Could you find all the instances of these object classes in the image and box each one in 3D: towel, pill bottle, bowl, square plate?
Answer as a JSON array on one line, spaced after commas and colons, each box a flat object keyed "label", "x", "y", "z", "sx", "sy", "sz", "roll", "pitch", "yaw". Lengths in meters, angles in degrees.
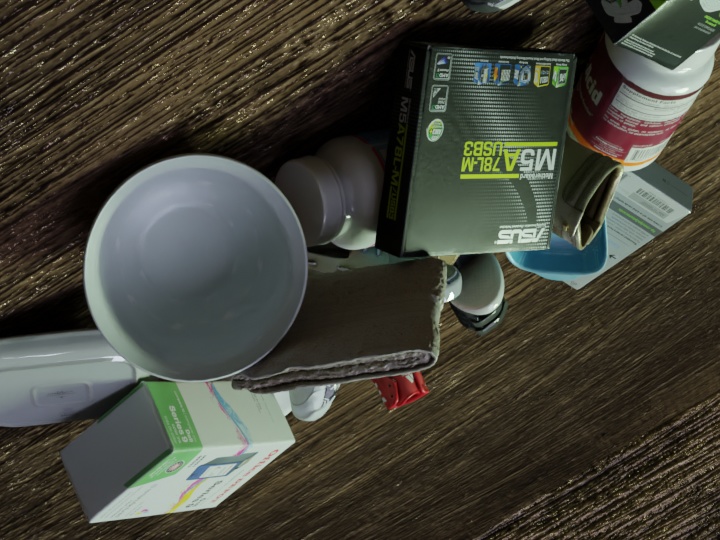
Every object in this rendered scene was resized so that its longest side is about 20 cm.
[{"label": "towel", "x": -0.020, "y": 0.047, "z": 1.424, "sx": 0.198, "sy": 0.133, "sz": 0.035, "roll": -10, "pitch": 129, "yaw": 17}, {"label": "pill bottle", "x": 0.287, "y": -0.199, "z": 1.591, "sx": 0.113, "sy": 0.115, "sz": 0.201, "roll": -20, "pitch": 157, "yaw": -23}, {"label": "bowl", "x": -0.150, "y": -0.009, "z": 1.405, "sx": 0.200, "sy": 0.202, "sz": 0.090, "roll": -28, "pitch": -164, "yaw": -4}, {"label": "square plate", "x": -0.295, "y": 0.111, "z": 1.562, "sx": 0.198, "sy": 0.029, "sz": 0.199, "roll": -5, "pitch": 154, "yaw": -10}, {"label": "pill bottle", "x": 0.020, "y": -0.081, "z": 1.514, "sx": 0.199, "sy": 0.109, "sz": 0.109, "roll": -13, "pitch": 154, "yaw": -35}]

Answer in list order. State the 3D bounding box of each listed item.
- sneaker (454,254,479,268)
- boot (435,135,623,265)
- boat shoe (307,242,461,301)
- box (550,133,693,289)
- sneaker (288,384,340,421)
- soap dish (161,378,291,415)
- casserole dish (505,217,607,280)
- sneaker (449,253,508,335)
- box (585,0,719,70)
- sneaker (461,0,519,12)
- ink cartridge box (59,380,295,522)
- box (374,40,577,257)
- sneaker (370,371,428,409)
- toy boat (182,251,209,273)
[{"label": "sneaker", "x": 0.070, "y": -0.046, "z": 1.707, "sx": 0.146, "sy": 0.077, "sz": 0.202, "roll": -35, "pitch": 155, "yaw": 4}, {"label": "boot", "x": 0.162, "y": -0.059, "z": 1.609, "sx": 0.201, "sy": 0.154, "sz": 0.072, "roll": -58, "pitch": 154, "yaw": 9}, {"label": "boat shoe", "x": 0.000, "y": 0.000, "z": 1.543, "sx": 0.198, "sy": 0.063, "sz": 0.072, "roll": 0, "pitch": -157, "yaw": 7}, {"label": "box", "x": 0.249, "y": -0.070, "z": 1.769, "sx": 0.155, "sy": 0.041, "sz": 0.200, "roll": 30, "pitch": 139, "yaw": -18}, {"label": "sneaker", "x": -0.078, "y": 0.064, "z": 1.675, "sx": 0.114, "sy": 0.075, "sz": 0.202, "roll": -1, "pitch": 105, "yaw": -36}, {"label": "soap dish", "x": -0.129, "y": 0.111, "z": 1.788, "sx": 0.199, "sy": 0.082, "sz": 0.157, "roll": -3, "pitch": 146, "yaw": -49}, {"label": "casserole dish", "x": 0.211, "y": -0.067, "z": 1.723, "sx": 0.120, "sy": 0.039, "sz": 0.201, "roll": 4, "pitch": 141, "yaw": 16}, {"label": "sneaker", "x": 0.140, "y": 0.032, "z": 1.798, "sx": 0.071, "sy": 0.099, "sz": 0.200, "roll": -39, "pitch": -160, "yaw": -2}, {"label": "box", "x": 0.275, "y": -0.294, "z": 1.311, "sx": 0.200, "sy": 0.149, "sz": 0.124, "roll": -39, "pitch": 156, "yaw": 25}, {"label": "sneaker", "x": 0.137, "y": -0.300, "z": 1.242, "sx": 0.200, "sy": 0.075, "sz": 0.115, "roll": -44, "pitch": 152, "yaw": 8}, {"label": "ink cartridge box", "x": -0.188, "y": 0.185, "z": 1.651, "sx": 0.145, "sy": 0.088, "sz": 0.199, "roll": -39, "pitch": 158, "yaw": 27}, {"label": "box", "x": 0.110, "y": -0.113, "z": 1.476, "sx": 0.199, "sy": 0.047, "sz": 0.195, "roll": -3, "pitch": 104, "yaw": -40}, {"label": "sneaker", "x": 0.040, "y": 0.066, "z": 1.637, "sx": 0.078, "sy": 0.116, "sz": 0.201, "roll": -22, "pitch": 143, "yaw": -12}, {"label": "toy boat", "x": -0.143, "y": 0.039, "z": 1.539, "sx": 0.129, "sy": 0.131, "sz": 0.201, "roll": -21, "pitch": 157, "yaw": -21}]
